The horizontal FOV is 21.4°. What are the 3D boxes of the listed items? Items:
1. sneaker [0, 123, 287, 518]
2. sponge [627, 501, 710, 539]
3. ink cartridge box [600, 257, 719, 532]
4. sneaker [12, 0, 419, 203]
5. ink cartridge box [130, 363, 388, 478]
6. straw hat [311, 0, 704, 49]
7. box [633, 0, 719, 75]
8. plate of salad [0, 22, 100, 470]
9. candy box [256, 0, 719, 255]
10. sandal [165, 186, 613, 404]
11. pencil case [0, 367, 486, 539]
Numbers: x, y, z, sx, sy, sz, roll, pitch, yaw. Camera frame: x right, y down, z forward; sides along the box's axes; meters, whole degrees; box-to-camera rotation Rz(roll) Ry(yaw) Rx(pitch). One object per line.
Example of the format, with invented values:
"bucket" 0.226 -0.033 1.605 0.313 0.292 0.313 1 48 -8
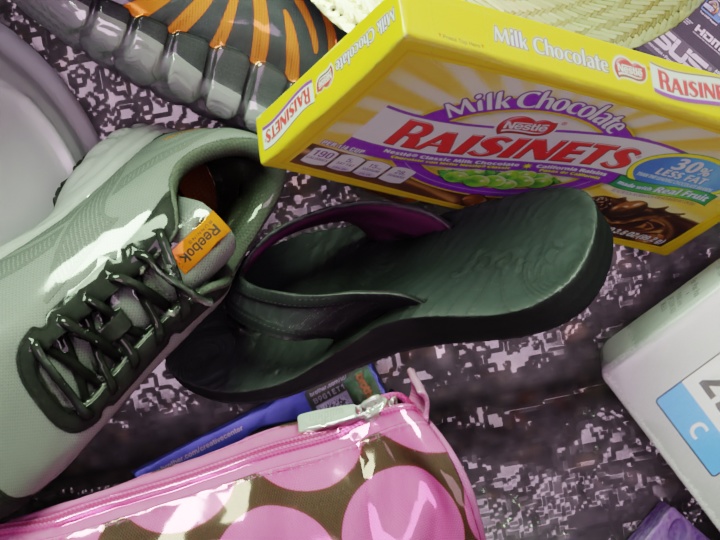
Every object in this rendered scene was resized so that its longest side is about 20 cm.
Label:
"sneaker" -0.095 0.009 0.701 0.074 0.079 0.201 57 45 -27
"sponge" 0.168 0.203 0.817 0.200 0.030 0.112 40 89 -5
"ink cartridge box" 0.223 0.062 0.764 0.176 0.045 0.201 -38 95 11
"sneaker" -0.042 -0.115 0.763 0.199 0.078 0.113 25 87 -17
"ink cartridge box" -0.004 0.147 0.781 0.118 0.042 0.201 -26 84 0
"straw hat" 0.060 -0.174 0.712 0.199 0.085 0.203 2 63 -5
"box" 0.221 -0.096 0.792 0.199 0.049 0.162 38 92 -6
"plate of salad" -0.166 -0.006 0.719 0.048 0.199 0.202 -11 97 40
"candy box" 0.070 -0.051 0.721 0.198 0.102 0.027 11 59 -30
"sandal" 0.001 -0.001 0.735 0.199 0.076 0.048 -15 134 31
"pencil case" -0.056 0.108 0.701 0.198 0.091 0.094 -19 124 -18
